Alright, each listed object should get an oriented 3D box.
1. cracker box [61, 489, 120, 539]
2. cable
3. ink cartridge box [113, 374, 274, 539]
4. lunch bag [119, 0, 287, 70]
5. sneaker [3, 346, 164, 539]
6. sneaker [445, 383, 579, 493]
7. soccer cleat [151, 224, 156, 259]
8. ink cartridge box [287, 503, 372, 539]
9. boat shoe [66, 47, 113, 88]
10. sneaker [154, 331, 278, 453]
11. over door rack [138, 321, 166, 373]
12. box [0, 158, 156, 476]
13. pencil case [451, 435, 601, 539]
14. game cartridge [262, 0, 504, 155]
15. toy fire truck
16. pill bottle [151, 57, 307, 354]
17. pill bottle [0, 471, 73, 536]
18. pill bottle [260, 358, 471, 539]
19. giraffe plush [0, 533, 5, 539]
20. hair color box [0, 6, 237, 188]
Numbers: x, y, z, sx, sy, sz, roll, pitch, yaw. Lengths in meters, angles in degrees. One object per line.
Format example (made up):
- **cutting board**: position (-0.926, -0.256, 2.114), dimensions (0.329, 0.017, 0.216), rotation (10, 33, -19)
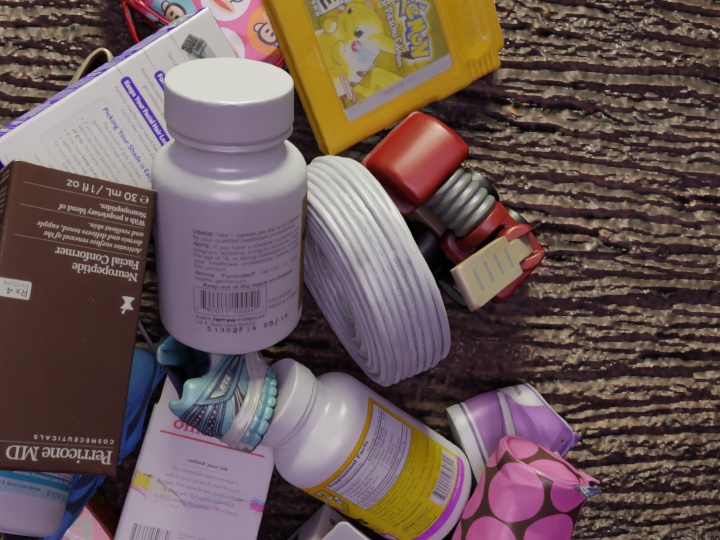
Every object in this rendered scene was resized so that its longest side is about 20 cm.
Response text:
- **cracker box**: position (-0.289, 0.308, 0.794), dimensions (0.200, 0.058, 0.134), rotation (-37, 94, -3)
- **cable**: position (0.000, 0.000, 0.731), dimensions (0.069, 0.200, 0.200), rotation (-26, 95, -12)
- **ink cartridge box**: position (-0.143, 0.192, 0.774), dimensions (0.116, 0.068, 0.200), rotation (17, 68, -10)
- **lunch bag**: position (-0.129, -0.256, 0.766), dimensions (0.200, 0.082, 0.176), rotation (37, 90, -6)
- **sneaker**: position (-0.226, 0.159, 0.737), dimensions (0.078, 0.066, 0.200), rotation (35, 76, -49)
- **sneaker**: position (0.166, 0.205, 0.824), dimensions (0.114, 0.073, 0.201), rotation (-19, 94, -7)
- **soccer cleat**: position (-0.170, -0.078, 0.790), dimensions (0.076, 0.067, 0.200), rotation (7, 99, 26)
- **ink cartridge box**: position (-0.029, 0.293, 0.776), dimensions (0.116, 0.068, 0.200), rotation (40, 113, -7)
- **boat shoe**: position (-0.243, -0.096, 0.734), dimensions (0.072, 0.076, 0.200), rotation (9, 69, -8)
- **sneaker**: position (-0.124, 0.057, 0.727), dimensions (0.086, 0.200, 0.078), rotation (25, 113, -28)
- **over door rack**: position (-0.276, 0.046, 0.777), dimensions (0.148, 0.067, 0.200), rotation (-32, 95, -2)
- **box**: position (-0.210, 0.034, 0.596), dimensions (0.100, 0.075, 0.200), rotation (11, 81, -31)
- **pencil case**: position (0.124, 0.248, 0.746), dimensions (0.094, 0.091, 0.200), rotation (20, 99, -31)
- **game cartridge**: position (0.025, -0.219, 0.758), dimensions (0.200, 0.032, 0.176), rotation (-29, 121, -13)
- **toy fire truck**: position (0.078, -0.043, 0.730), dimensions (0.176, 0.200, 0.129), rotation (45, 82, -6)
- **pill bottle**: position (-0.097, -0.048, 0.653), dimensions (0.114, 0.114, 0.200), rotation (2, 122, -5)
- **pill bottle**: position (-0.263, 0.095, 0.672), dimensions (0.111, 0.111, 0.200), rotation (11, 69, -6)
- **pill bottle**: position (-0.004, 0.156, 0.760), dimensions (0.200, 0.104, 0.104), rotation (37, 89, -26)
- **giraffe plush**: position (-0.385, 0.167, 0.729), dimensions (0.162, 0.200, 0.173), rotation (-2, 73, 27)
- **hair color box**: position (-0.179, -0.109, 0.692), dimensions (0.200, 0.065, 0.109), rotation (-38, 115, -18)
